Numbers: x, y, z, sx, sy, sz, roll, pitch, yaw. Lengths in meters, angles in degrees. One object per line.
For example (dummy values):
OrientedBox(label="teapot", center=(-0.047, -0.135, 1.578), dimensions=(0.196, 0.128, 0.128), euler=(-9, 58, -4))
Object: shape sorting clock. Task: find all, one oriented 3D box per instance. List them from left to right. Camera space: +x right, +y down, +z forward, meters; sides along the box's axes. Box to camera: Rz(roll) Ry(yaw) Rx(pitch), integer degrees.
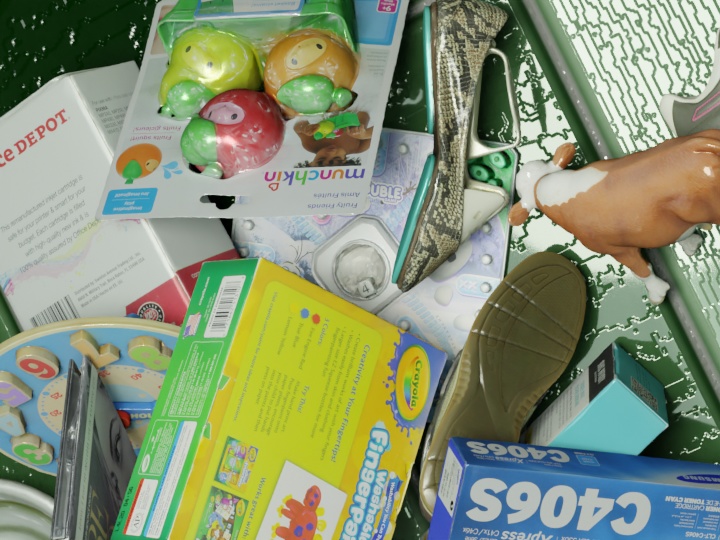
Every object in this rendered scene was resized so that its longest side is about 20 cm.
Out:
OrientedBox(label="shape sorting clock", center=(-0.166, 0.093, 1.423), dimensions=(0.200, 0.200, 0.039), euler=(-17, 55, 17))

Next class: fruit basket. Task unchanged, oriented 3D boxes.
OrientedBox(label="fruit basket", center=(-0.072, -0.116, 1.387), dimensions=(0.185, 0.200, 0.094), euler=(0, 136, 17))

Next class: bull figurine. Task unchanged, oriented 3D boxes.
OrientedBox(label="bull figurine", center=(0.187, -0.039, 1.353), dimensions=(0.121, 0.200, 0.065), euler=(36, 65, -25))

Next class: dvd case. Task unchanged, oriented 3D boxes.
OrientedBox(label="dvd case", center=(-0.157, 0.175, 1.370), dimensions=(0.016, 0.149, 0.200), euler=(-10, 135, 10))

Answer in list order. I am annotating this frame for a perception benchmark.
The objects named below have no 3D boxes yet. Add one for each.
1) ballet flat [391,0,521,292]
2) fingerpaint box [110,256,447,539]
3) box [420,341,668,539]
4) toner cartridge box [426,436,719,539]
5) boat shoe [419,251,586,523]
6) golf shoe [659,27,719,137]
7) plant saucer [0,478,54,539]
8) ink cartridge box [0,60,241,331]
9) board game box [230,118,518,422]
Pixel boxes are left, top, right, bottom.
OrientedBox(label="ballet flat", center=(0.068, -0.081, 1.392), dimensions=(0.075, 0.068, 0.201), euler=(7, 94, -1))
OrientedBox(label="fingerpaint box", center=(-0.051, 0.115, 1.353), dimensions=(0.073, 0.167, 0.200), euler=(-4, 65, 53))
OrientedBox(label="box", center=(0.120, 0.143, 1.410), dimensions=(0.049, 0.082, 0.200), euler=(41, 106, -6))
OrientedBox(label="toner cartridge box", center=(0.147, 0.166, 1.343), dimensions=(0.199, 0.043, 0.095), euler=(6, 110, -14))
OrientedBox(label="boat shoe", center=(0.086, 0.079, 1.403), dimensions=(0.072, 0.066, 0.201), euler=(29, 70, -10))
OrientedBox(label="golf shoe", center=(0.276, -0.147, 1.342), dimensions=(0.088, 0.077, 0.200), euler=(41, 105, 14))
OrientedBox(label="plant saucer", center=(-0.263, 0.248, 1.550), dimensions=(0.200, 0.050, 0.201), euler=(2, 97, 16))
OrientedBox(label="ink cartridge box", center=(-0.180, -0.025, 1.463), dimensions=(0.146, 0.083, 0.200), euler=(-30, 87, 34))
OrientedBox(label="board game box", center=(0.000, 0.000, 1.461), dimensions=(0.199, 0.026, 0.201), euler=(8, 98, 15))
